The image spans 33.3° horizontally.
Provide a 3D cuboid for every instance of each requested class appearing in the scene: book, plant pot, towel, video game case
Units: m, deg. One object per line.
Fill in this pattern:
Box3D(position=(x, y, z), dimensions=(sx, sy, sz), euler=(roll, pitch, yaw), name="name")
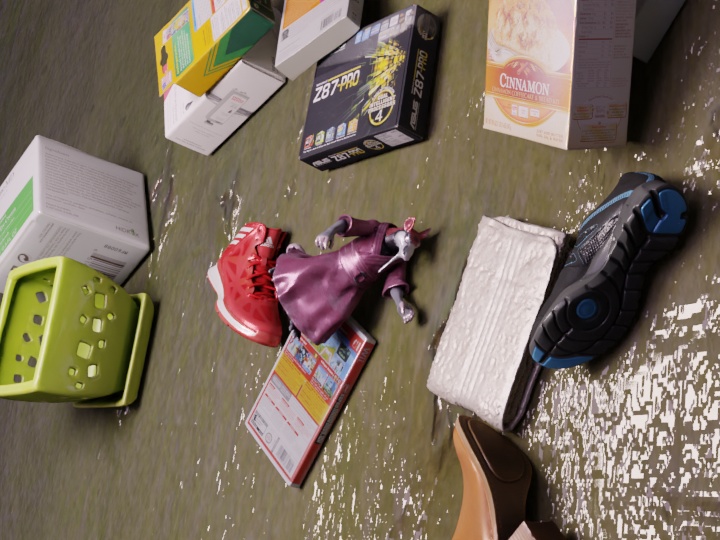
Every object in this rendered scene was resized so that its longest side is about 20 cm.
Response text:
Box3D(position=(-0.046, -0.361, 1.591), dimensions=(0.133, 0.048, 0.202), euler=(-28, 39, 37), name="book")
Box3D(position=(-0.426, 0.106, 1.798), dimensions=(0.198, 0.180, 0.202), euler=(-9, 66, 50), name="plant pot")
Box3D(position=(0.139, 0.047, 1.203), dimensions=(0.132, 0.034, 0.202), euler=(22, 93, 56), name="towel")
Box3D(position=(-0.064, 0.137, 1.442), dimensions=(0.202, 0.017, 0.143), euler=(-63, 36, 11), name="video game case")

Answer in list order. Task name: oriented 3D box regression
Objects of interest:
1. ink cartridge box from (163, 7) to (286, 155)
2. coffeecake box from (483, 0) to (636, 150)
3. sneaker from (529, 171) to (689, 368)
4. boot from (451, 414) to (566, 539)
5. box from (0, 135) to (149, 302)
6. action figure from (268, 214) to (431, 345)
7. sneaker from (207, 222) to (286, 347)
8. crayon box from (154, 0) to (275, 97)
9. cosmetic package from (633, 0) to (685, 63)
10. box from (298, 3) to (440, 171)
Box3D(position=(-0.203, -0.290, 1.770), dimensions=(0.199, 0.082, 0.148), euler=(-37, 47, 37), name="ink cartridge box")
Box3D(position=(0.189, -0.228, 1.156), dimensions=(0.153, 0.072, 0.203), euler=(-151, 59, -61), name="coffeecake box")
Box3D(position=(0.221, 0.001, 1.100), dimensions=(0.201, 0.073, 0.082), euler=(-54, 22, 12), name="sneaker")
Box3D(position=(0.102, 0.249, 1.127), dimensions=(0.155, 0.073, 0.201), euler=(-56, 35, 26), name="boot")
Box3D(position=(-0.469, -0.067, 1.921), dimensions=(0.199, 0.199, 0.173), euler=(-44, 41, 33), name="box")
Box3D(position=(0.000, 0.000, 1.377), dimensions=(0.199, 0.135, 0.149), euler=(-31, 9, 18), name="action figure")
Box3D(position=(-0.134, 0.005, 1.548), dimensions=(0.116, 0.078, 0.200), euler=(-60, 38, 16), name="sneaker")
Box3D(position=(-0.206, -0.335, 1.682), dimensions=(0.199, 0.051, 0.127), euler=(-37, 48, 30), name="crayon box")
Box3D(position=(0.254, -0.315, 1.203), dimensions=(0.152, 0.051, 0.200), euler=(-61, 37, 17), name="cosmetic package")
Box3D(position=(0.010, -0.221, 1.486), dimensions=(0.199, 0.049, 0.163), euler=(-11, 62, 51), name="box")
